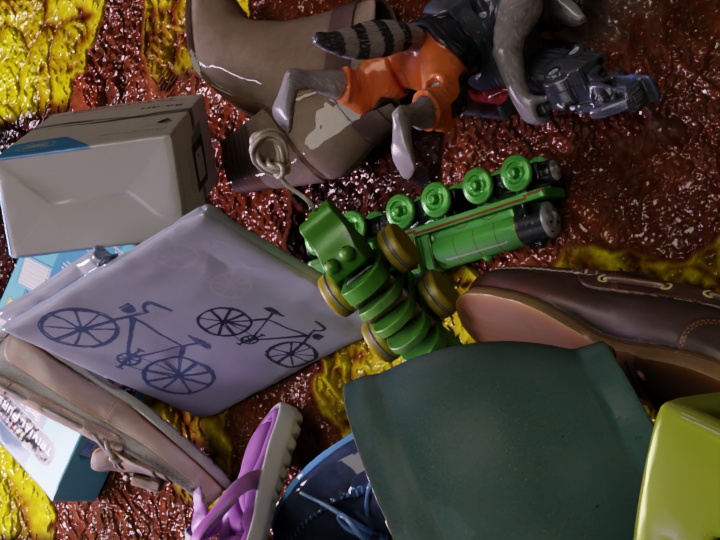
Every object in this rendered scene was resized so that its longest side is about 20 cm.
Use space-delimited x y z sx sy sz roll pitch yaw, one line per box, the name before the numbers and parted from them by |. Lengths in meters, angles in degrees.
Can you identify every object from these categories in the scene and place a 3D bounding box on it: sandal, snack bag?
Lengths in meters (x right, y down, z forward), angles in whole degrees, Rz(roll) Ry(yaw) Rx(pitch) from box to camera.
sandal | -0.087 0.155 0.905 0.083 0.049 0.203 -56 8 31
snack bag | -0.105 0.029 0.929 0.199 0.188 0.022 -28 49 33

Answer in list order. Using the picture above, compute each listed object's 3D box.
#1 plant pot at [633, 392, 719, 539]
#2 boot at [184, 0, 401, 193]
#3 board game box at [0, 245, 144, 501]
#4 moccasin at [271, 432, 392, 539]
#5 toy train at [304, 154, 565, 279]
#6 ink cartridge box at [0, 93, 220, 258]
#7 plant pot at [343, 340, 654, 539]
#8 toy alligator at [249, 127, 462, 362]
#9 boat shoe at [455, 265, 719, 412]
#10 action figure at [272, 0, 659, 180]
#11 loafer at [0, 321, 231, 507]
plant pot | 0.229 0.171 0.625 0.198 0.199 0.184 24 103 39
boot | -0.042 -0.150 0.993 0.145 0.070 0.202 -25 67 26
board game box | -0.222 0.053 1.108 0.151 0.047 0.202 35 104 37
moccasin | 0.020 0.133 0.871 0.200 0.080 0.069 -43 47 27
toy train | 0.044 -0.024 0.910 0.198 0.042 0.057 -16 81 36
ink cartridge box | -0.164 -0.072 0.968 0.114 0.200 0.068 -7 106 3
plant pot | 0.095 0.118 0.730 0.133 0.200 0.202 -27 63 4
toy alligator | 0.000 0.000 0.851 0.059 0.200 0.054 -37 20 17
boat shoe | 0.148 0.034 0.802 0.199 0.071 0.070 19 56 37
action figure | 0.070 -0.128 0.821 0.199 0.193 0.106 10 128 52
loafer | -0.184 0.111 1.008 0.199 0.072 0.063 37 75 6
